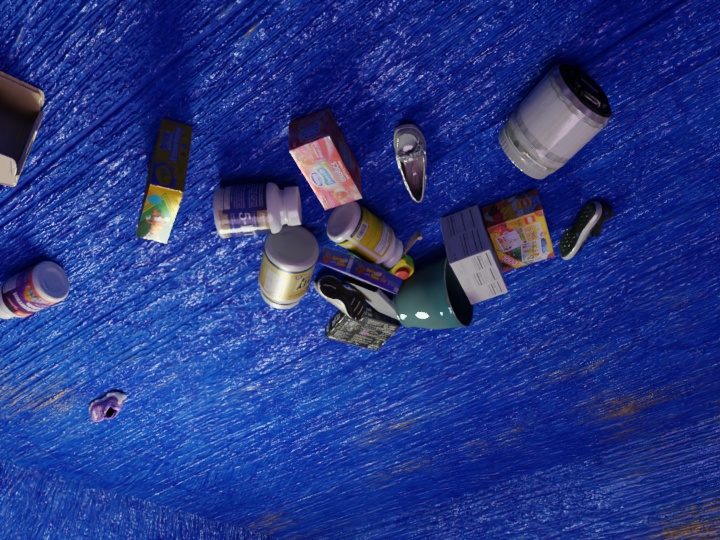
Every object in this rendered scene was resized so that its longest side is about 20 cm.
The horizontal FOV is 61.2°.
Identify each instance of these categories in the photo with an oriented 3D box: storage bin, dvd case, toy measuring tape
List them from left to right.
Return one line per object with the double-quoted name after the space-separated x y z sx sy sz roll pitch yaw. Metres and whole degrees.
-0.731 -0.288 1.163 0.196 0.203 0.094 22 136 -30 "storage bin"
0.049 0.087 1.788 0.141 0.018 0.200 19 162 44 "dvd case"
0.134 -0.033 1.679 0.072 0.075 0.201 15 137 -23 "toy measuring tape"

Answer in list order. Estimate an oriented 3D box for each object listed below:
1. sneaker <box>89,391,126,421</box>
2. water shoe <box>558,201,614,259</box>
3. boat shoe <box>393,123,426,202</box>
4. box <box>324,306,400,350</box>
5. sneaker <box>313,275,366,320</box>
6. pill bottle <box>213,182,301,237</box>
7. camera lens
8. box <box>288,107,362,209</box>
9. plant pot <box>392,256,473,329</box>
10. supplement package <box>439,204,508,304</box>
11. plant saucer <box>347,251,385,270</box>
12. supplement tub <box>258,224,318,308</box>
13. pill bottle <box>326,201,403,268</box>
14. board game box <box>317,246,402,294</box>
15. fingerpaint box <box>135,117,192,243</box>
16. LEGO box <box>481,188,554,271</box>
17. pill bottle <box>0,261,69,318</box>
-0.932 0.511 2.221 0.080 0.085 0.199 28 132 -34 "sneaker"
0.612 -0.099 1.646 0.077 0.073 0.202 4 141 -14 "water shoe"
0.121 -0.249 1.412 0.073 0.066 0.204 -9 141 5 "boat shoe"
0.006 0.181 1.946 0.196 0.044 0.161 16 136 -24 "box"
-0.057 0.075 1.786 0.199 0.075 0.079 40 166 -30 "sneaker"
-0.243 -0.147 1.456 0.195 0.122 0.121 -6 142 1 "pill bottle"
0.410 -0.315 1.285 0.157 0.163 0.200 18 136 -26 "camera lens"
-0.077 -0.246 1.370 0.100 0.096 0.201 -15 140 14 "box"
0.199 0.076 1.734 0.185 0.204 0.200 -15 142 29 "plant pot"
0.301 -0.040 1.616 0.109 0.158 0.201 -19 140 15 "supplement package"
0.032 -0.001 1.747 0.069 0.019 0.199 -29 134 26 "plant saucer"
-0.195 -0.006 1.613 0.141 0.147 0.202 6 140 -14 "supplement tub"
0.017 -0.086 1.563 0.112 0.114 0.199 -32 134 30 "pill bottle"
0.000 0.000 1.606 0.133 0.046 0.198 19 177 44 "board game box"
-0.421 -0.193 1.314 0.072 0.203 0.168 13 138 -23 "fingerpaint box"
0.421 -0.102 1.616 0.146 0.078 0.201 -18 139 16 "LEGO box"
-0.898 0.060 1.645 0.197 0.113 0.112 -21 139 19 "pill bottle"
